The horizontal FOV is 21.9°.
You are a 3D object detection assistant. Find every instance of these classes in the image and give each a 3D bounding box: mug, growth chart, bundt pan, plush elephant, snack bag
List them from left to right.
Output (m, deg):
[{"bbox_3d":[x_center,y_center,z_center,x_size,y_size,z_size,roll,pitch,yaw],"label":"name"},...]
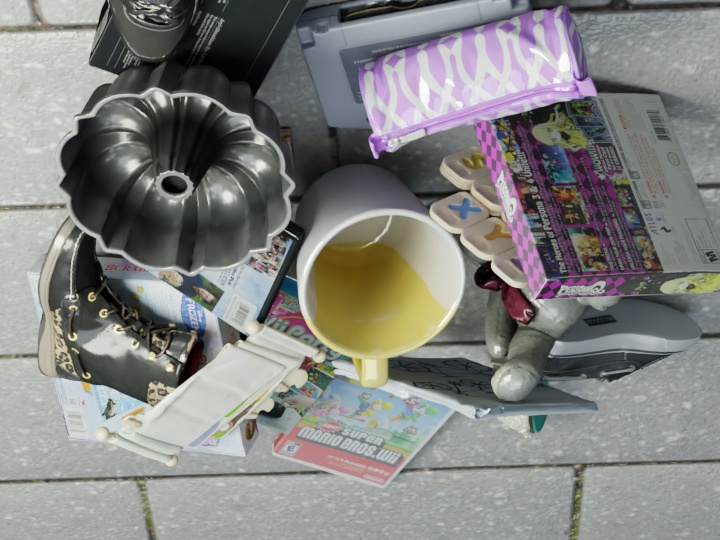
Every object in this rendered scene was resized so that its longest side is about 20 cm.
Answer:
[{"bbox_3d":[-0.151,-0.094,1.550,0.201,0.076,0.202,3,133,3],"label":"bundt pan"},{"bbox_3d":[-0.134,0.118,1.733,0.200,0.018,0.145,-36,149,7],"label":"growth chart"},{"bbox_3d":[-0.004,-0.007,1.690,0.149,0.153,0.187,25,110,-24],"label":"mug"},{"bbox_3d":[0.103,0.114,1.776,0.188,0.021,0.200,3,-171,-45],"label":"snack bag"},{"bbox_3d":[0.146,-0.012,1.724,0.155,0.200,0.165,39,115,-8],"label":"plush elephant"}]

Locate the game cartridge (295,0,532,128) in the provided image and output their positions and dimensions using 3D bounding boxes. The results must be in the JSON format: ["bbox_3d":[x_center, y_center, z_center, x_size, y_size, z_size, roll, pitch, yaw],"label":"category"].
[{"bbox_3d":[0.056,-0.184,1.607,0.199,0.041,0.133,-9,134,9],"label":"game cartridge"}]

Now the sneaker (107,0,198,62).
[{"bbox_3d":[-0.159,-0.223,1.408,0.075,0.088,0.200,7,137,-6],"label":"sneaker"}]

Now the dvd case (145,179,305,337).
[{"bbox_3d":[-0.155,-0.038,1.673,0.200,0.018,0.143,33,133,6],"label":"dvd case"}]

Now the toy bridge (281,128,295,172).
[{"bbox_3d":[-0.161,-0.113,1.688,0.199,0.027,0.067,-3,137,3],"label":"toy bridge"}]

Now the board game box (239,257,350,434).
[{"bbox_3d":[-0.088,0.059,1.841,0.147,0.064,0.200,23,129,-19],"label":"board game box"}]

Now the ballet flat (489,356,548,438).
[{"bbox_3d":[0.162,0.097,1.905,0.071,0.072,0.200,0,136,-1],"label":"ballet flat"}]

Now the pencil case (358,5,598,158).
[{"bbox_3d":[0.093,-0.157,1.549,0.199,0.086,0.084,-17,135,16],"label":"pencil case"}]

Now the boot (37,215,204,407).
[{"bbox_3d":[-0.221,0.045,1.724,0.150,0.073,0.200,21,129,10],"label":"boot"}]

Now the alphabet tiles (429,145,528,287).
[{"bbox_3d":[0.166,-0.053,1.624,0.195,0.200,0.015,-23,141,-35],"label":"alphabet tiles"}]

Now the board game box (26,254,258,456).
[{"bbox_3d":[-0.211,0.083,1.815,0.199,0.041,0.201,4,122,20],"label":"board game box"}]

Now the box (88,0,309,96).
[{"bbox_3d":[-0.120,-0.234,1.515,0.141,0.079,0.200,21,134,-16],"label":"box"}]

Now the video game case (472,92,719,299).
[{"bbox_3d":[0.204,-0.067,1.587,0.181,0.200,0.036,-2,145,-22],"label":"video game case"}]

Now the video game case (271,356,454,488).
[{"bbox_3d":[0.010,0.160,2.004,0.143,0.017,0.200,19,134,-20],"label":"video game case"}]

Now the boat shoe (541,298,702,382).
[{"bbox_3d":[0.247,0.078,1.838,0.199,0.072,0.068,-5,127,-31],"label":"boat shoe"}]
